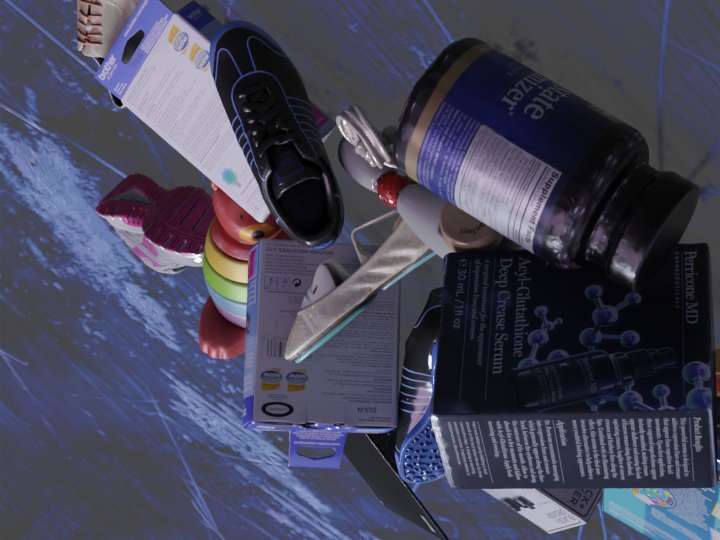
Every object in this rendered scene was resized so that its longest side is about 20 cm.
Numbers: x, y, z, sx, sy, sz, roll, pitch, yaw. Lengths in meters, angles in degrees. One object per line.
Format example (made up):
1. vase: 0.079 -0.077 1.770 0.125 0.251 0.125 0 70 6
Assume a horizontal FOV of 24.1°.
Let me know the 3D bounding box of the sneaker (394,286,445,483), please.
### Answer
1. sneaker: 0.069 0.104 1.517 0.078 0.070 0.201 -106 23 -45

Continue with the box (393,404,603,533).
1. box: 0.133 0.172 1.626 0.200 0.060 0.117 34 162 -4

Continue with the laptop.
1. laptop: 0.026 0.152 1.706 0.103 0.200 0.178 -16 124 30

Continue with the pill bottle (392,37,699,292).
1. pill bottle: 0.131 -0.071 1.185 0.200 0.112 0.112 32 155 19

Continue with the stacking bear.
1. stacking bear: -0.103 -0.022 1.640 0.121 0.114 0.201 -2 137 -3

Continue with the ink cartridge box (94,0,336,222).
1. ink cartridge box: -0.129 -0.149 1.484 0.200 0.042 0.119 39 129 -1

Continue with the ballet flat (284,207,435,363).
1. ballet flat: 0.000 0.000 1.458 0.062 0.200 0.067 52 -166 0

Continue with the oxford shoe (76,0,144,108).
1. oxford shoe: -0.222 -0.227 1.499 0.071 0.074 0.200 23 151 37

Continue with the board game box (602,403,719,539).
1. board game box: 0.275 0.173 1.392 0.151 0.047 0.200 29 153 24

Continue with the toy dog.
1. toy dog: 0.073 -0.066 1.343 0.200 0.096 0.132 50 166 14

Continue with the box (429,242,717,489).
1. box: 0.160 0.072 1.242 0.199 0.149 0.107 -2 142 12

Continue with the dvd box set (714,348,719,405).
1. dvd box set: 0.279 0.122 1.396 0.146 0.029 0.200 51 154 -22

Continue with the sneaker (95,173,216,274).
1. sneaker: -0.196 -0.040 1.796 0.200 0.081 0.088 25 155 50

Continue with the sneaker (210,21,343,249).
1. sneaker: -0.066 -0.112 1.385 0.201 0.070 0.078 64 -178 -8

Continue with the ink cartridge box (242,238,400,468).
1. ink cartridge box: -0.037 0.077 1.536 0.136 0.201 0.076 3 170 -10
